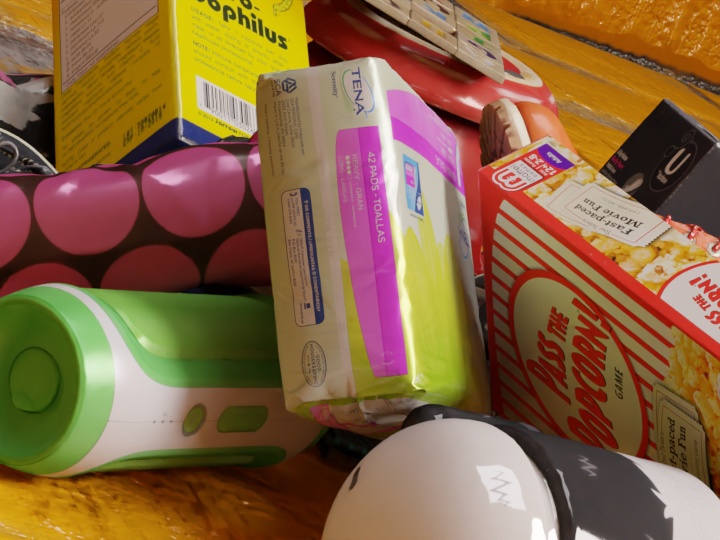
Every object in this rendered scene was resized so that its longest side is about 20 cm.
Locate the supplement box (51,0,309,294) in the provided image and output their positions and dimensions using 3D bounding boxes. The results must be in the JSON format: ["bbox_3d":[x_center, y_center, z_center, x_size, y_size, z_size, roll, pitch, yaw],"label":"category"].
[{"bbox_3d":[-0.102,-0.106,1.475,0.109,0.109,0.201,26,43,-36],"label":"supplement box"}]

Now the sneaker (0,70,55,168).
[{"bbox_3d":[-0.228,-0.080,1.497,0.086,0.081,0.200,0,1,36],"label":"sneaker"}]

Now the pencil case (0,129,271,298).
[{"bbox_3d":[-0.126,-0.019,1.223,0.199,0.091,0.094,-7,26,-14],"label":"pencil case"}]

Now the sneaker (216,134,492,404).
[{"bbox_3d":[0.000,0.000,1.312,0.200,0.079,0.074,44,46,5],"label":"sneaker"}]

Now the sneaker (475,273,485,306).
[{"bbox_3d":[0.134,0.077,1.532,0.200,0.081,0.083,35,-7,-5],"label":"sneaker"}]

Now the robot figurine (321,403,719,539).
[{"bbox_3d":[0.076,0.132,1.055,0.200,0.125,0.150,16,-1,-35],"label":"robot figurine"}]

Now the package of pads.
[{"bbox_3d":[0.010,-0.001,1.171,0.068,0.155,0.200,-8,-8,11],"label":"package of pads"}]

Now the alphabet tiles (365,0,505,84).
[{"bbox_3d":[0.002,-0.183,1.569,0.200,0.008,0.167,32,13,-7],"label":"alphabet tiles"}]

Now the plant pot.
[{"bbox_3d":[0.015,-0.066,1.614,0.200,0.183,0.200,23,15,-6],"label":"plant pot"}]

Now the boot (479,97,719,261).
[{"bbox_3d":[0.133,-0.011,1.294,0.200,0.107,0.075,63,-8,-14],"label":"boot"}]

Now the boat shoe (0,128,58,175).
[{"bbox_3d":[-0.182,-0.028,1.316,0.200,0.075,0.062,36,-5,23],"label":"boat shoe"}]

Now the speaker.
[{"bbox_3d":[-0.091,0.050,1.155,0.088,0.089,0.200,32,14,29],"label":"speaker"}]

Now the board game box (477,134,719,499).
[{"bbox_3d":[0.133,0.051,1.165,0.046,0.152,0.200,-27,43,-23],"label":"board game box"}]

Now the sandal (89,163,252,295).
[{"bbox_3d":[-0.058,-0.002,1.364,0.200,0.045,0.075,37,9,-11],"label":"sandal"}]

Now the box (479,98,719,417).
[{"bbox_3d":[0.155,0.027,1.392,0.122,0.200,0.106,38,7,-18],"label":"box"}]

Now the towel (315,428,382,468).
[{"bbox_3d":[0.017,0.074,1.404,0.146,0.022,0.200,19,14,-24],"label":"towel"}]
